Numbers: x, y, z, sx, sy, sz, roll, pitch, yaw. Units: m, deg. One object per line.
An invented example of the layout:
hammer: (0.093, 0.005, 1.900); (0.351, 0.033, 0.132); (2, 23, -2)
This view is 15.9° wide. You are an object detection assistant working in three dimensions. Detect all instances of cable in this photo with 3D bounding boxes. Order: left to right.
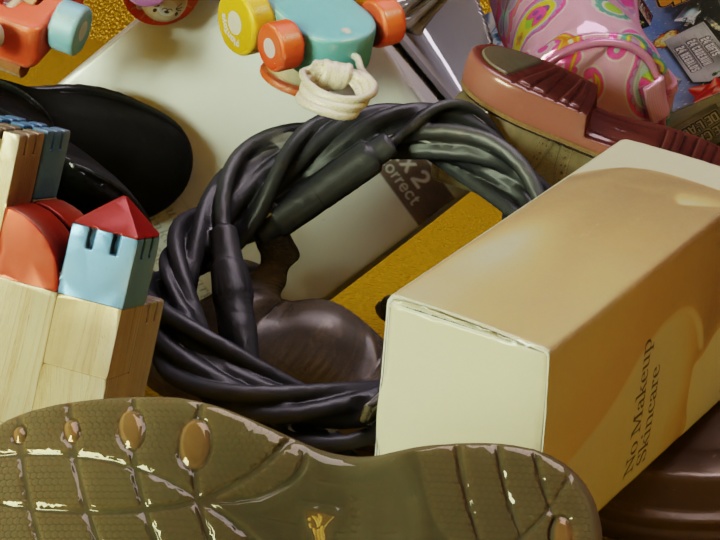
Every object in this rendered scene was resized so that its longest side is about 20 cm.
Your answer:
cable: (0.000, 0.000, 1.106); (0.163, 0.200, 0.051); (22, -35, 19)

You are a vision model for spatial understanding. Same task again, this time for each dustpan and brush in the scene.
dustpan and brush: (0.024, -0.174, 1.309); (0.140, 0.057, 0.200); (47, 12, -37)

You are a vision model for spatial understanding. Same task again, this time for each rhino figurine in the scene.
rhino figurine: (-0.049, 0.028, 1.140); (0.199, 0.088, 0.060); (12, -33, -1)

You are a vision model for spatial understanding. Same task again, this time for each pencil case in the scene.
pencil case: (0.110, -0.126, 1.321); (0.087, 0.088, 0.200); (12, 30, -8)

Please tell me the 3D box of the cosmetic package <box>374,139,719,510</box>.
cosmetic package: (0.086, 0.030, 1.030); (0.071, 0.106, 0.200); (18, 30, 26)

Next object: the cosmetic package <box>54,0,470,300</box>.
cosmetic package: (-0.042, -0.068, 1.313); (0.165, 0.165, 0.200); (53, 10, 0)

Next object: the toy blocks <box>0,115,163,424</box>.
toy blocks: (-0.148, 0.000, 0.936); (0.199, 0.137, 0.100); (15, 7, 12)

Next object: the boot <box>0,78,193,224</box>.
boot: (-0.123, -0.041, 1.098); (0.164, 0.066, 0.200); (9, 7, -23)

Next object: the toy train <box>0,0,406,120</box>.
toy train: (-0.083, -0.103, 1.154); (0.199, 0.056, 0.150); (17, 37, 7)

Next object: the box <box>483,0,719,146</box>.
box: (0.137, -0.106, 1.392); (0.136, 0.040, 0.200); (-24, 29, 11)

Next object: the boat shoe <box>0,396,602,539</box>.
boat shoe: (-0.026, 0.088, 0.808); (0.199, 0.072, 0.068); (6, -27, 5)

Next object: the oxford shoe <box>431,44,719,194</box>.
oxford shoe: (0.126, -0.028, 1.181); (0.199, 0.075, 0.070); (30, 23, 9)

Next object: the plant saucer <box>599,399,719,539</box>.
plant saucer: (0.140, 0.049, 1.145); (0.199, 0.030, 0.200); (0, 35, 0)
